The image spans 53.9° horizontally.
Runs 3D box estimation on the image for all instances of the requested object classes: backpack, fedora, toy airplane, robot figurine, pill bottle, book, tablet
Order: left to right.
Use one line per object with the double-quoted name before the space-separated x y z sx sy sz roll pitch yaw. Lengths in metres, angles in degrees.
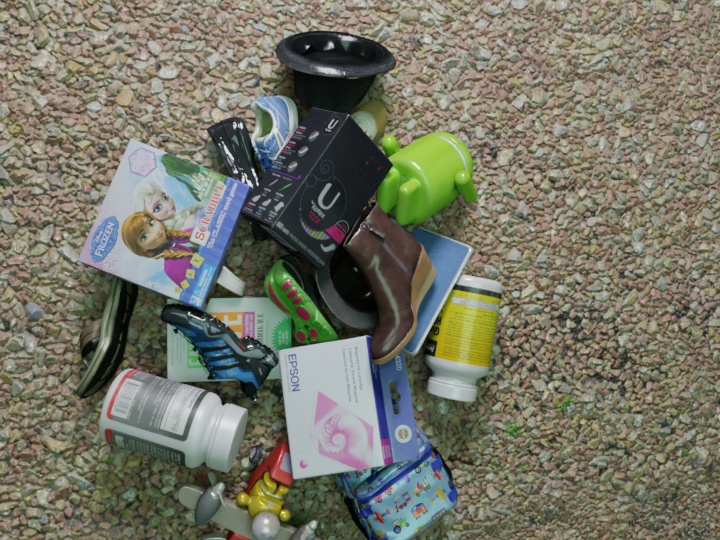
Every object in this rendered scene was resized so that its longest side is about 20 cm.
"pill bottle" -0.278 0.229 1.068 0.197 0.114 0.116 16 87 3
"book" -0.211 0.109 1.144 0.196 0.048 0.136 -1 92 -16
"toy airplane" -0.165 0.389 1.102 0.197 0.141 0.202 -17 101 -17
"fedora" -0.043 -0.314 1.140 0.197 0.202 0.093 3 126 -13
"fedora" 0.000 0.000 1.160 0.200 0.090 0.177 -46 103 -23
"backpack" 0.043 0.318 1.155 0.181 0.134 0.202 -27 95 -10
"tablet" 0.094 0.031 1.177 0.014 0.129 0.202 35 82 -47
"robot figurine" 0.106 -0.152 1.155 0.199 0.174 0.117 -35 141 -38
"pill bottle" 0.169 0.111 1.191 0.111 0.112 0.204 11 88 -12

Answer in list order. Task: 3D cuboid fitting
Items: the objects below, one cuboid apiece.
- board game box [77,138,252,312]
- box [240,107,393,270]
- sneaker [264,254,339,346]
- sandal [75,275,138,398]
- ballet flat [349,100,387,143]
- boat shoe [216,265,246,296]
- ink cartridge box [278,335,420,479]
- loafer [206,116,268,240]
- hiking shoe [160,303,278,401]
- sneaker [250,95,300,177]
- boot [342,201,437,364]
"board game box" -0.290 -0.068 1.064 0.197 0.041 0.203 20 80 -1
"box" -0.065 -0.124 1.065 0.122 0.105 0.202 40 80 -40
"sneaker" -0.082 0.054 1.127 0.075 0.085 0.201 -6 135 21
"sandal" -0.397 0.096 1.091 0.056 0.080 0.204 13 81 5
"ballet flat" -0.023 -0.208 1.171 0.200 0.063 0.069 -45 100 -9
"boat shoe" -0.250 -0.040 1.117 0.199 0.071 0.070 41 79 -7
"ink cartridge box" -0.019 0.207 1.096 0.196 0.043 0.200 -10 77 4
"loafer" -0.193 -0.142 1.134 0.069 0.068 0.204 -16 89 -3
"hiking shoe" -0.222 0.123 1.080 0.198 0.074 0.088 32 85 -17
"sneaker" -0.139 -0.178 1.126 0.076 0.075 0.204 -3 86 -50
"boot" 0.025 0.019 1.072 0.166 0.072 0.202 43 60 -25
